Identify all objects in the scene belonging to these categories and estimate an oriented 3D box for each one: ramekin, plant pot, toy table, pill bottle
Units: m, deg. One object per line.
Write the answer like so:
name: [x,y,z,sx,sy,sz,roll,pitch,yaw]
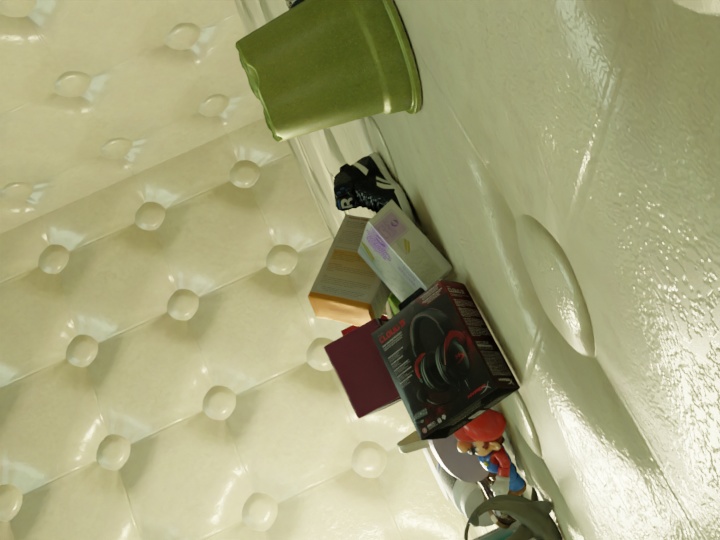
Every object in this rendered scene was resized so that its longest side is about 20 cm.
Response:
ramekin: [0.236,0.513,2.310,0.202,0.093,0.204,155,90,-86]
plant pot: [-0.048,-0.254,1.048,0.200,0.183,0.202,156,90,-85]
toy table: [0.166,0.293,1.596,0.117,0.182,0.202,4,111,66]
pill bottle: [0.241,0.460,1.821,0.200,0.113,0.115,-129,15,-76]

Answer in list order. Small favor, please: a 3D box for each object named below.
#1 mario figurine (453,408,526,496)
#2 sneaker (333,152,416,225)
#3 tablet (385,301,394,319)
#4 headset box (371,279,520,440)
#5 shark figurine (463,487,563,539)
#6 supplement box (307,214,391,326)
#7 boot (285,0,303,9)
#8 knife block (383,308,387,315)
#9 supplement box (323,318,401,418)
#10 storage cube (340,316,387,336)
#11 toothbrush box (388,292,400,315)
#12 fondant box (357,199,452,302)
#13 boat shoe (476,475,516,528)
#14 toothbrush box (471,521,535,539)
mario figurine: [0.209,0.315,1.457,0.123,0.106,0.201,7,138,44]
sneaker: [0.016,-0.119,1.480,0.201,0.111,0.073,-119,5,-47]
tablet: [0.091,0.142,1.689,0.200,0.014,0.131,57,-162,-49]
headset box: [0.115,0.121,1.233,0.075,0.148,0.201,10,-133,-52]
shark figurine: [0.255,0.382,1.339,0.089,0.213,0.129,-39,36,48]
supplement box: [0.000,0.000,1.575,0.074,0.125,0.201,71,-143,-51]
boot: [-0.074,-0.387,1.432,0.204,0.073,0.155,113,136,-79]
knife block: [0.036,0.054,1.735,0.064,0.174,0.201,-119,6,-55]
supplement box: [0.034,0.159,1.400,0.132,0.103,0.200,64,-170,11]
storage cube: [0.070,0.200,2.087,0.200,0.178,0.172,-151,37,-81]
toothbrush box: [0.128,0.114,1.538,0.200,0.085,0.147,-127,13,-66]
fondant box: [0.068,-0.019,1.391,0.144,0.058,0.200,48,167,6]
boat shoe: [0.259,0.401,1.661,0.201,0.070,0.071,59,135,38]
toothbrush box: [0.281,0.557,1.643,0.200,0.145,0.086,101,145,-81]
